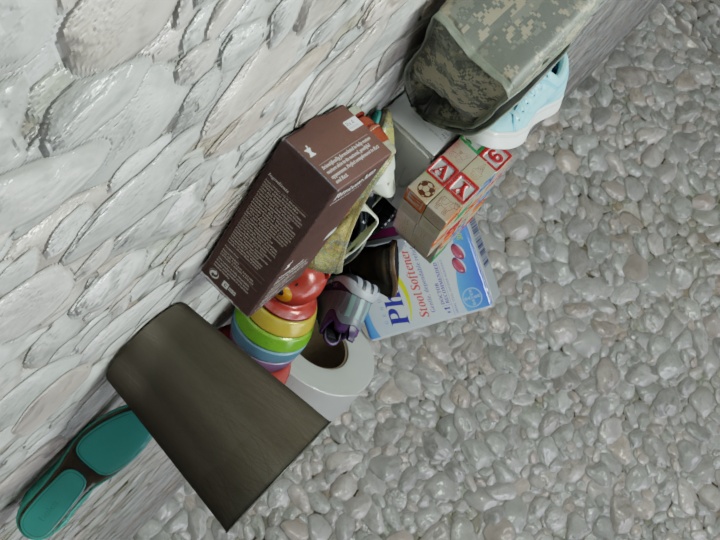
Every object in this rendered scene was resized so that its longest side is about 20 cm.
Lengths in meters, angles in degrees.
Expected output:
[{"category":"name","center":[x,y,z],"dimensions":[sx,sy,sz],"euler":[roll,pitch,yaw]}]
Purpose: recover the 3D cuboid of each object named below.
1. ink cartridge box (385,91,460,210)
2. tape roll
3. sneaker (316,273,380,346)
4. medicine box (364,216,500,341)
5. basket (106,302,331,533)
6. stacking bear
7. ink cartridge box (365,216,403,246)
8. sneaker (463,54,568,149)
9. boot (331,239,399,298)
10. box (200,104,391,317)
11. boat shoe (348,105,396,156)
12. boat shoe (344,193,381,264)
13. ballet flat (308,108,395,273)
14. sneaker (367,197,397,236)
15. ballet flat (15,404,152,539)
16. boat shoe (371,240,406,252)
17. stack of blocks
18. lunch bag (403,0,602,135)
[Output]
[{"category":"ink cartridge box","center":[0.102,-0.184,1.165],"dimensions":[0.200,0.086,0.147],"euler":[-42,172,-25]},{"category":"tape roll","center":[-0.099,0.142,1.436],"dimensions":[0.139,0.203,0.203],"euler":[-48,174,33]},{"category":"sneaker","center":[-0.047,0.056,1.287],"dimensions":[0.200,0.074,0.088],"euler":[-13,-125,67]},{"category":"medicine box","center":[0.088,-0.012,1.466],"dimensions":[0.199,0.183,0.103],"euler":[-18,-176,17]},{"category":"basket","center":[-0.152,0.141,0.991],"dimensions":[0.136,0.200,0.180],"euler":[-49,175,24]},{"category":"stacking bear","center":[-0.105,0.050,1.233],"dimensions":[0.114,0.121,0.200],"euler":[-36,162,-51]},{"category":"ink cartridge box","center":[0.021,-0.071,1.341],"dimensions":[0.199,0.037,0.095],"euler":[-12,-152,41]},{"category":"sneaker","center":[0.171,-0.199,1.058],"dimensions":[0.200,0.074,0.082],"euler":[-42,148,-49]},{"category":"boot","center":[0.000,0.000,1.284],"dimensions":[0.200,0.096,0.075],"euler":[110,-19,-81]},{"category":"box","center":[-0.064,-0.054,0.919],"dimensions":[0.100,0.075,0.200],"euler":[-40,170,-47]},{"category":"boat shoe","center":[-0.033,-0.084,0.995],"dimensions":[0.071,0.063,0.200],"euler":[-43,176,-46]},{"category":"boat shoe","center":[-0.025,-0.060,1.177],"dimensions":[0.066,0.075,0.199],"euler":[-39,171,-39]},{"category":"ballet flat","center":[0.000,-0.082,1.067],"dimensions":[0.200,0.071,0.071],"euler":[-60,171,17]},{"category":"sneaker","center":[0.032,-0.107,1.283],"dimensions":[0.200,0.073,0.082],"euler":[-44,179,-4]},{"category":"ballet flat","center":[-0.320,0.223,1.117],"dimensions":[0.200,0.067,0.070],"euler":[-45,-161,-10]},{"category":"boat shoe","center":[-0.018,-0.020,1.411],"dimensions":[0.199,0.069,0.057],"euler":[-26,-155,17]},{"category":"stack of blocks","center":[0.098,-0.077,1.143],"dimensions":[0.115,0.059,0.200],"euler":[-45,172,-17]},{"category":"lunch bag","center":[0.137,-0.229,0.962],"dimensions":[0.164,0.118,0.200],"euler":[-45,-179,-12]}]
